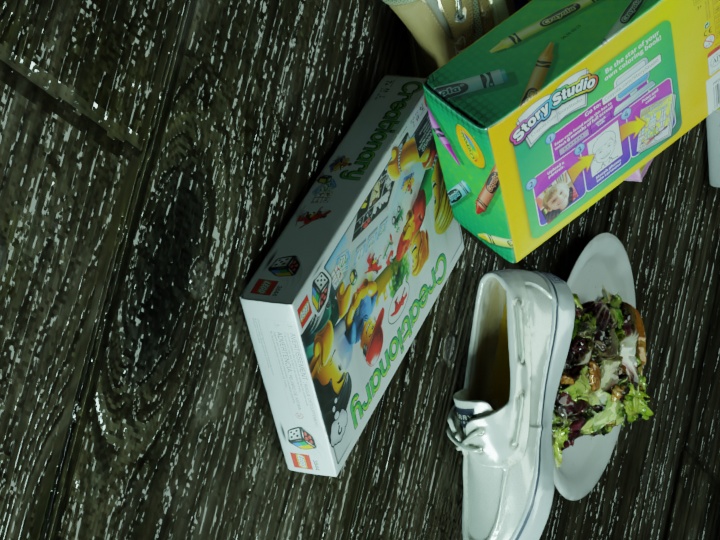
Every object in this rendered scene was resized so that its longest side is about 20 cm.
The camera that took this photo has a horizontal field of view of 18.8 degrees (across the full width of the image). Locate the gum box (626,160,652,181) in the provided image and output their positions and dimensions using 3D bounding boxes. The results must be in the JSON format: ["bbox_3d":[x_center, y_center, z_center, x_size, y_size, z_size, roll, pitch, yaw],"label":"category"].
[{"bbox_3d":[0.195,-0.167,1.552,0.200,0.066,0.114,-55,143,-45],"label":"gum box"}]

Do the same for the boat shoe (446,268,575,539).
[{"bbox_3d":[0.086,0.097,1.407,0.070,0.071,0.200,10,91,-38],"label":"boat shoe"}]

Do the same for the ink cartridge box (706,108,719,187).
[{"bbox_3d":[0.382,-0.184,1.859,0.146,0.147,0.200,-51,140,-50],"label":"ink cartridge box"}]

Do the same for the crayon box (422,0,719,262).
[{"bbox_3d":[0.136,-0.110,1.252,0.200,0.058,0.119,-37,142,-16],"label":"crayon box"}]

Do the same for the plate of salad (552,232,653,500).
[{"bbox_3d":[0.180,0.073,1.611,0.200,0.048,0.200,8,90,-66],"label":"plate of salad"}]

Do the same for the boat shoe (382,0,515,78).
[{"bbox_3d":[0.041,-0.161,1.237,0.076,0.072,0.200,-20,121,-33],"label":"boat shoe"}]

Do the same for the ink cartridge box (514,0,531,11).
[{"bbox_3d":[0.156,-0.166,1.355,0.200,0.076,0.137,-34,153,-14],"label":"ink cartridge box"}]

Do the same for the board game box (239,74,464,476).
[{"bbox_3d":[0.000,0.000,1.213,0.200,0.035,0.126,-59,147,-41],"label":"board game box"}]
